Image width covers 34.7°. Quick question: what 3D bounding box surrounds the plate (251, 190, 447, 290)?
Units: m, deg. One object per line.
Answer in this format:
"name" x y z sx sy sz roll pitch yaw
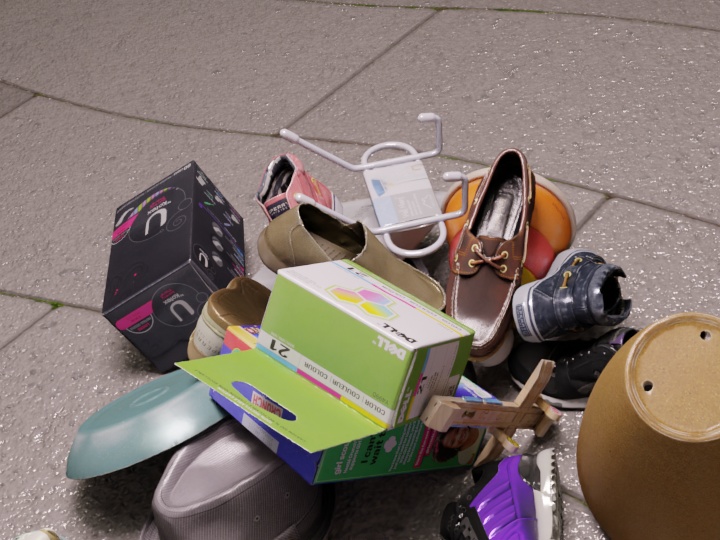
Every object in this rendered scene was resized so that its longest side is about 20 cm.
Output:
"plate" -0.017 -0.033 1.270 0.197 0.033 0.200 -7 27 41

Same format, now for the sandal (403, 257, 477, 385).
"sandal" 0.064 0.051 1.169 0.044 0.076 0.201 -19 39 -4

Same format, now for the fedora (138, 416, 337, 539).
"fedora" -0.117 0.199 1.017 0.198 0.091 0.177 -29 39 -20

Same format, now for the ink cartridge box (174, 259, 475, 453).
"ink cartridge box" -0.022 0.061 0.906 0.147 0.077 0.199 28 19 28

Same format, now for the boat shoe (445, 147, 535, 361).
"boat shoe" 0.122 -0.019 1.083 0.069 0.071 0.203 9 69 9

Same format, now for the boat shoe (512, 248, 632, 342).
"boat shoe" 0.224 0.021 1.102 0.090 0.072 0.200 -11 9 31

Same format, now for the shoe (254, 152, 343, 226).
"shoe" -0.066 -0.032 1.162 0.071 0.091 0.202 -28 36 24

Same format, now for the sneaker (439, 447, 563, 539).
"sneaker" 0.111 0.226 0.930 0.098 0.071 0.201 -5 30 15

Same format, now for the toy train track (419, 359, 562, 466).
"toy train track" 0.120 0.129 0.979 0.032 0.116 0.199 40 16 35

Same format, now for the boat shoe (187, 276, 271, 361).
"boat shoe" -0.120 0.055 1.129 0.074 0.067 0.200 39 11 10

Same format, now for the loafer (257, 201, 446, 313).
"loafer" 0.000 0.000 1.084 0.197 0.068 0.077 23 45 -14

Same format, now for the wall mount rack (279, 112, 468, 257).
"wall mount rack" 0.013 -0.095 1.168 0.171 0.075 0.201 -11 39 -5

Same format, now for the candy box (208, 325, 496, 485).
"candy box" -0.007 0.113 1.031 0.198 0.078 0.168 0 22 -41

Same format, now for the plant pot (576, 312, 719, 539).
"plant pot" 0.247 0.112 0.865 0.183 0.200 0.189 -7 63 13

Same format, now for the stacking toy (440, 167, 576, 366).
"stacking toy" 0.136 0.009 1.155 0.144 0.147 0.202 1 47 19

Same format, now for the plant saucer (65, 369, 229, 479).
"plant saucer" -0.196 0.135 1.098 0.197 0.036 0.200 -23 8 3

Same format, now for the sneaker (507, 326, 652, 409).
"sneaker" 0.227 0.081 1.060 0.197 0.089 0.076 12 43 32

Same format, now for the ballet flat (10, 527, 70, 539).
"ballet flat" -0.258 0.260 1.005 0.197 0.075 0.074 11 43 30

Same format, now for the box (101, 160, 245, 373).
"box" -0.203 -0.008 1.279 0.121 0.106 0.201 -30 34 14
